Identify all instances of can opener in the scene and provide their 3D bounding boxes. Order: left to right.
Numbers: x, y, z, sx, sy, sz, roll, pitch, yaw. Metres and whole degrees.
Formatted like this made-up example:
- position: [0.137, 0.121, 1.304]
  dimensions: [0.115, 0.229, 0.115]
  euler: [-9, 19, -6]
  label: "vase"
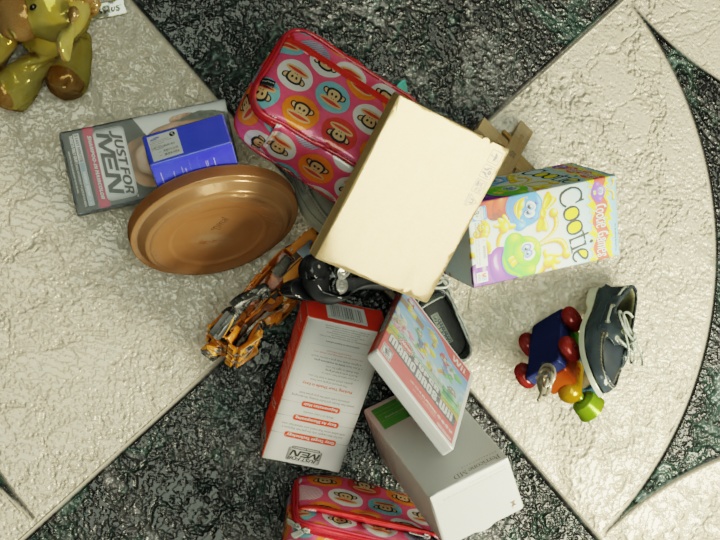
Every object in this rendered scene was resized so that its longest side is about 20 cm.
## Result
- position: [0.000, 0.000, 1.581]
  dimensions: [0.200, 0.079, 0.064]
  euler: [-9, 102, -42]
  label: "can opener"

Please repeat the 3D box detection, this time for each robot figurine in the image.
- position: [-0.109, 0.037, 1.614]
  dimensions: [0.058, 0.145, 0.200]
  euler: [41, 70, 7]
  label: "robot figurine"

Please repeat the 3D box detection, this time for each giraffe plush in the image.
- position: [-0.360, -0.286, 1.557]
  dimensions: [0.200, 0.162, 0.173]
  euler: [-32, 95, -10]
  label: "giraffe plush"

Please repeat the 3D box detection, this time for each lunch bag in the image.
- position: [-0.030, -0.180, 1.564]
  dimensions: [0.200, 0.082, 0.176]
  euler: [31, 51, -9]
  label: "lunch bag"
- position: [0.006, 0.317, 1.600]
  dimensions: [0.200, 0.176, 0.082]
  euler: [13, 104, -5]
  label: "lunch bag"

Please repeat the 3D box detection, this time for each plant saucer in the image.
- position: [-0.168, -0.051, 1.579]
  dimensions: [0.200, 0.200, 0.032]
  euler: [-13, 60, -12]
  label: "plant saucer"

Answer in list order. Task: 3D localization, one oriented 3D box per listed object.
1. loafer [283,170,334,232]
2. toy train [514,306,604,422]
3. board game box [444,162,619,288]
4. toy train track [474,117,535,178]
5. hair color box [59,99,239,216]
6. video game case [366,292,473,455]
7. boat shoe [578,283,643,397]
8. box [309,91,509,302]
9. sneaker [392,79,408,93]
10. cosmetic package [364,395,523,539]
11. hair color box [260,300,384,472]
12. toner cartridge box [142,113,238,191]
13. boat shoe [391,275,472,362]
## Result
- position: [-0.047, -0.111, 1.613]
  dimensions: [0.070, 0.070, 0.200]
  euler: [-14, 49, -25]
  label: "loafer"
- position: [0.254, 0.142, 1.667]
  dimensions: [0.085, 0.200, 0.116]
  euler: [-35, 108, 26]
  label: "toy train"
- position: [0.198, -0.057, 1.642]
  dimensions: [0.200, 0.103, 0.105]
  euler: [-13, 107, -20]
  label: "board game box"
- position: [0.212, -0.113, 1.735]
  dimensions: [0.200, 0.033, 0.115]
  euler: [43, 51, -14]
  label: "toy train track"
- position: [-0.250, -0.135, 1.629]
  dimensions: [0.200, 0.061, 0.099]
  euler: [-13, 91, -12]
  label: "hair color box"
- position: [0.072, 0.112, 1.572]
  dimensions: [0.017, 0.200, 0.143]
  euler: [-34, 100, 20]
  label: "video game case"
- position: [0.312, 0.082, 1.676]
  dimensions: [0.062, 0.200, 0.075]
  euler: [-15, 113, 22]
  label: "boat shoe"
- position: [0.055, -0.078, 1.504]
  dimensions: [0.163, 0.021, 0.200]
  euler: [22, 101, -32]
  label: "box"
- position: [0.062, -0.175, 1.686]
  dimensions: [0.200, 0.084, 0.121]
  euler: [3, 94, -14]
  label: "sneaker"
- position: [0.096, 0.223, 1.615]
  dimensions: [0.107, 0.200, 0.085]
  euler: [-26, 121, -12]
  label: "cosmetic package"
- position: [-0.046, 0.135, 1.619]
  dimensions: [0.101, 0.061, 0.200]
  euler: [13, 114, -13]
  label: "hair color box"
- position: [-0.183, -0.097, 1.570]
  dimensions: [0.095, 0.200, 0.043]
  euler: [-15, 62, -5]
  label: "toner cartridge box"
- position: [0.076, 0.029, 1.687]
  dimensions: [0.073, 0.068, 0.200]
  euler: [-26, 94, -11]
  label: "boat shoe"
